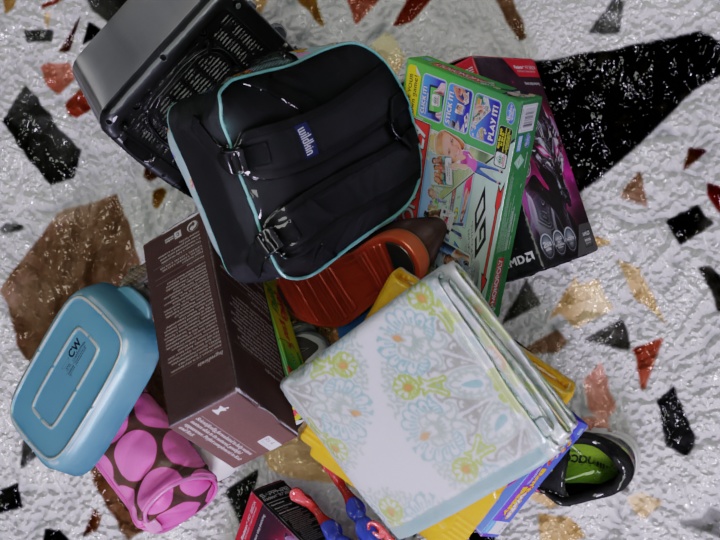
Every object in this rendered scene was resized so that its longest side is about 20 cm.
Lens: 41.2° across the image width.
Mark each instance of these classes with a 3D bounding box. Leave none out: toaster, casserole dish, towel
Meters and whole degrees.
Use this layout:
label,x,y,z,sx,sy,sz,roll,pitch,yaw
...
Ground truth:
label,x,y,z,sx,sy,sz,roll,pitch,yaw
toaster,-0.151,-0.169,0.908,0.200,0.181,0.119,-46,48,7
casserole dish,-0.270,0.103,0.916,0.121,0.039,0.201,38,101,26
towel,0.051,0.110,0.772,0.200,0.048,0.172,-37,89,30

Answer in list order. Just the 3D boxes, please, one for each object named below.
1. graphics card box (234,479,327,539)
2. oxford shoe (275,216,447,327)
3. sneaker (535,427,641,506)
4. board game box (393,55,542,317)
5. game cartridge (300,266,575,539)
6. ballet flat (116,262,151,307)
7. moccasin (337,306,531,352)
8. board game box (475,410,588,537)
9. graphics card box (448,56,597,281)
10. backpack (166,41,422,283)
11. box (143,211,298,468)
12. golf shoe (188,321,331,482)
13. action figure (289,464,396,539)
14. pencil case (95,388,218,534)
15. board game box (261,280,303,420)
label,x,y,z,sx,sy,sz,roll,pitch,yaw
graphics card box,-0.046,0.311,0.909,0.200,0.051,0.126,36,116,33
oxford shoe,0.000,0.000,0.880,0.199,0.072,0.072,-16,108,44
sneaker,0.170,0.182,0.914,0.198,0.087,0.075,1,90,9
board game box,0.082,-0.072,0.841,0.134,0.029,0.202,30,124,40
game cartridge,0.057,0.125,0.815,0.176,0.032,0.201,33,116,9
ballet flat,-0.160,-0.019,0.933,0.199,0.067,0.047,-32,49,17
moccasin,0.069,0.077,0.874,0.199,0.068,0.081,20,93,34
board game box,0.094,0.131,0.908,0.200,0.045,0.135,42,97,32
graphics card box,0.146,-0.098,0.891,0.051,0.125,0.202,-19,86,36
backpack,-0.051,-0.098,0.814,0.199,0.153,0.177,-31,107,-30
box,-0.124,0.058,0.838,0.075,0.100,0.201,-29,49,11
golf shoe,-0.104,0.141,0.947,0.078,0.095,0.200,37,98,-17
action figure,-0.007,0.237,0.829,0.065,0.099,0.200,-42,46,-4
pencil case,-0.233,0.170,0.953,0.093,0.091,0.200,-33,59,-28
board game box,-0.118,0.067,0.925,0.101,0.048,0.201,-30,50,11
